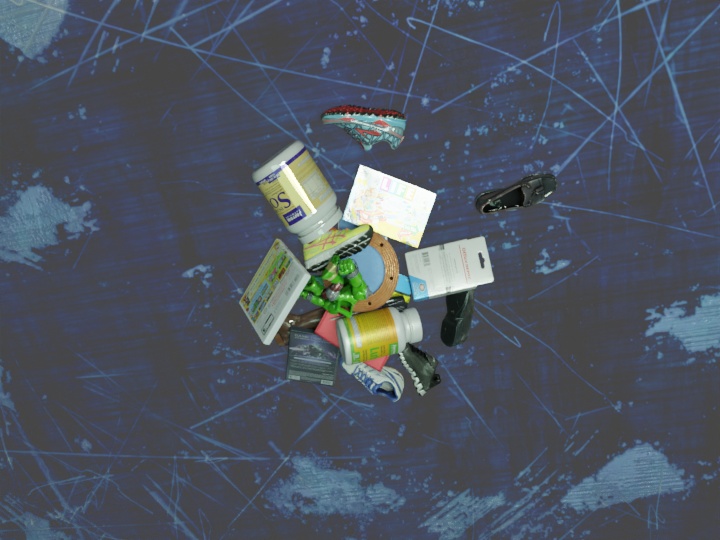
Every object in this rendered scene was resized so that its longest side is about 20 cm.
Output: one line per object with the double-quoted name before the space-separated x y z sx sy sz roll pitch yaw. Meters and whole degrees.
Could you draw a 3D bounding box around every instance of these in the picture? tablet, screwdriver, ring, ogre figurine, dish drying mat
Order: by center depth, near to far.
"ogre figurine" -0.059 0.046 1.312 0.199 0.099 0.119 -40 116 22
"ring" 0.000 0.000 1.368 0.195 0.019 0.207 1 93 12
"tablet" 0.005 -0.029 1.381 0.126 0.014 0.206 1 94 12
"screwdriver" 0.018 0.101 1.382 0.195 0.029 0.028 -18 133 -3
"dish drying mat" -0.016 0.174 1.403 0.197 0.018 0.078 31 93 -2

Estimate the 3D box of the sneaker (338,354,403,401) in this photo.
"sneaker" 0.030 0.287 1.513 0.196 0.089 0.077 23 116 -3

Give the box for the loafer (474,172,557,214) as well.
"loafer" 0.367 -0.170 1.297 0.195 0.063 0.073 -16 112 12

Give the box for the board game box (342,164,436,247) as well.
"board game box" 0.068 -0.154 1.330 0.195 0.034 0.138 19 99 -3

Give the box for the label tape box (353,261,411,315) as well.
"label tape box" 0.045 0.093 1.433 0.141 0.063 0.205 18 97 -3

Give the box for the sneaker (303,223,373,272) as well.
"sneaker" -0.061 -0.073 1.327 0.196 0.078 0.092 -25 71 17

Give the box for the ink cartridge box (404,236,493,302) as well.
"ink cartridge box" 0.214 -0.002 1.350 0.194 0.068 0.119 -12 80 5

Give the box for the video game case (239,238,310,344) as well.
"video game case" -0.216 0.049 1.373 0.023 0.182 0.203 22 105 -42

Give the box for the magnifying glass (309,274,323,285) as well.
"magnifying glass" -0.122 0.031 1.453 0.195 0.023 0.081 22 114 -3

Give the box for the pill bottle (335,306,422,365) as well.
"pill bottle" 0.046 0.152 1.343 0.195 0.111 0.114 -12 114 -10

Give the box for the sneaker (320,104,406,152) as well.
"sneaker" 0.004 -0.317 1.260 0.194 0.080 0.098 7 116 2

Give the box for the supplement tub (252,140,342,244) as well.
"supplement tub" -0.144 -0.181 1.295 0.143 0.146 0.202 -30 107 17

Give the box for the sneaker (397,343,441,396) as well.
"sneaker" 0.160 0.243 1.496 0.089 0.067 0.203 -23 113 11

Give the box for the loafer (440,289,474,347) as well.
"loafer" 0.261 0.095 1.429 0.071 0.072 0.205 -1 112 -37

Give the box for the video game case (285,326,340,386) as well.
"video game case" -0.129 0.237 1.510 0.139 0.019 0.203 9 129 -2

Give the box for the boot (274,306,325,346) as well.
"boot" -0.151 0.111 1.465 0.195 0.065 0.189 -12 125 14
